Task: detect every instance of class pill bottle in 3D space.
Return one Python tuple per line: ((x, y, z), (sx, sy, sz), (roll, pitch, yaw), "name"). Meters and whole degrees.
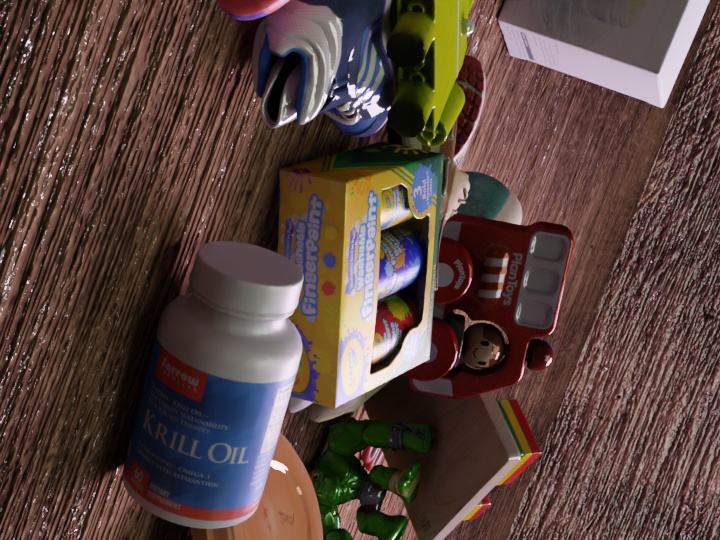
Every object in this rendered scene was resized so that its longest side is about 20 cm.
((-0.108, 0.084, 1.146), (0.112, 0.112, 0.201), (-31, 139, -64), "pill bottle")

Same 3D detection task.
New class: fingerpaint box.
((0.000, 0.000, 1.330), (0.167, 0.073, 0.201), (-20, 118, -55), "fingerpaint box")

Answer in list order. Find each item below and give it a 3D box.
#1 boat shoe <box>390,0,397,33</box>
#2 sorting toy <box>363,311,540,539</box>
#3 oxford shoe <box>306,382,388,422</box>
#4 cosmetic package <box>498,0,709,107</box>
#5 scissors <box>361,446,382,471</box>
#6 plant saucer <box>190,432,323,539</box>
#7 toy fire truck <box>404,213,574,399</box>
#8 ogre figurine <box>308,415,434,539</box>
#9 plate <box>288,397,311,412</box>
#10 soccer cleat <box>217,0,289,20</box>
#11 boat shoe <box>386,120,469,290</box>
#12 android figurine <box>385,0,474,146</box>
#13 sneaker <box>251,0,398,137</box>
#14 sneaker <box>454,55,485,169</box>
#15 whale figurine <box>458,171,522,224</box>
((0.027, -0.198, 1.286), (0.065, 0.072, 0.200), (-60, 157, -9), "boat shoe")
((0.106, 0.174, 1.696), (0.069, 0.199, 0.200), (-2, 145, -33), "sorting toy")
((-0.004, 0.106, 1.611), (0.074, 0.071, 0.200), (-59, 162, 23), "oxford shoe")
((0.292, -0.324, 1.736), (0.200, 0.200, 0.123), (-66, 164, -7), "cosmetic package")
((0.045, 0.160, 1.916), (0.201, 0.014, 0.073), (-67, 161, -6), "scissors")
((-0.086, 0.232, 1.362), (0.200, 0.032, 0.201), (39, 45, -53), "plant saucer")
((0.125, 0.040, 1.559), (0.112, 0.167, 0.201), (-76, 176, -76), "toy fire truck")
((-0.001, 0.248, 1.688), (0.098, 0.120, 0.201), (-37, 144, -53), "ogre figurine")
((-0.009, 0.018, 1.448), (0.200, 0.032, 0.200), (-31, 129, -62), "plate")
((-0.037, -0.244, 1.037), (0.077, 0.067, 0.200), (84, 29, -67), "soccer cleat")
((0.069, -0.081, 1.433), (0.076, 0.074, 0.201), (-167, -105, -77), "boat shoe")
((0.062, -0.196, 1.215), (0.200, 0.041, 0.183), (-63, 157, -51), "android figurine")
((-0.037, -0.143, 1.150), (0.147, 0.080, 0.200), (-51, 159, -31), "sneaker")
((0.072, -0.130, 1.532), (0.200, 0.078, 0.082), (-66, 170, 27), "sneaker")
((0.086, -0.028, 1.683), (0.200, 0.104, 0.159), (-45, -173, 1), "whale figurine")
